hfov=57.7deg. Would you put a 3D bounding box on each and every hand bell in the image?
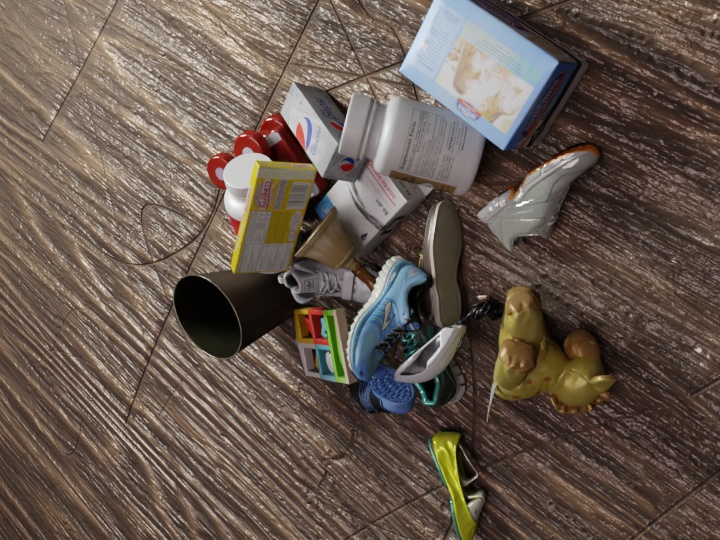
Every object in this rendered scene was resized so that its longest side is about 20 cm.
[{"bbox_3d":[0.000,0.000,1.065,0.199,0.104,0.104,40,124,-7],"label":"hand bell"}]

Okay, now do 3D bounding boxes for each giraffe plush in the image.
[{"bbox_3d":[0.276,0.134,0.932,0.160,0.172,0.203,10,98,11],"label":"giraffe plush"}]

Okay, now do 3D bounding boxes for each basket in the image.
[{"bbox_3d":[-0.217,0.061,1.224,0.179,0.199,0.137,34,119,23],"label":"basket"}]

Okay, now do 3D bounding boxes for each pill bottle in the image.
[{"bbox_3d":[-0.172,-0.098,1.135,0.111,0.112,0.201,27,148,27],"label":"pill bottle"},{"bbox_3d":[0.073,-0.189,0.954,0.197,0.115,0.116,14,114,-4],"label":"pill bottle"}]

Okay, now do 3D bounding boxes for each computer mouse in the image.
[{"bbox_3d":[0.136,0.115,0.999,0.200,0.109,0.044,-43,72,10],"label":"computer mouse"}]

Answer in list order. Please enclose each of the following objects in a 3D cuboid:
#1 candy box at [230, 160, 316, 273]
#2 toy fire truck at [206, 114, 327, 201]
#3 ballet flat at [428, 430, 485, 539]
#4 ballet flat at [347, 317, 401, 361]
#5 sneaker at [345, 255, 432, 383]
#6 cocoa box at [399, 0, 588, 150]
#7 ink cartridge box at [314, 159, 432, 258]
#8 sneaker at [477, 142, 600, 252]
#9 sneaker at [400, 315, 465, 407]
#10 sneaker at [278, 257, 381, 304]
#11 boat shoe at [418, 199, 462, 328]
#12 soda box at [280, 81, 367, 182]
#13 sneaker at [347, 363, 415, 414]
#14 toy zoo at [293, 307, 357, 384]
[{"bbox_3d":[-0.143,-0.082,1.060,0.027,0.101,0.202,56,136,43],"label":"candy box"},{"bbox_3d":[-0.173,-0.173,1.202,0.199,0.112,0.169,-26,105,38],"label":"toy fire truck"},{"bbox_3d":[0.175,0.369,1.111,0.066,0.067,0.203,-18,89,16],"label":"ballet flat"},{"bbox_3d":[0.022,0.107,1.129,0.070,0.066,0.200,38,172,-21],"label":"ballet flat"},{"bbox_3d":[0.046,0.079,0.993,0.089,0.078,0.202,22,82,25],"label":"sneaker"},{"bbox_3d":[0.180,-0.277,0.895,0.200,0.131,0.134,42,122,20],"label":"cocoa box"},{"bbox_3d":[0.025,-0.126,1.085,0.200,0.066,0.116,-45,74,35],"label":"ink cartridge box"},{"bbox_3d":[0.264,-0.100,0.926,0.199,0.075,0.093,-37,87,44],"label":"sneaker"},{"bbox_3d":[0.101,0.135,1.082,0.077,0.091,0.202,-34,81,35],"label":"sneaker"},{"bbox_3d":[-0.048,0.026,1.146,0.198,0.114,0.076,17,112,31],"label":"sneaker"},{"bbox_3d":[0.122,-0.010,1.045,0.059,0.071,0.204,3,96,51],"label":"boat shoe"},{"bbox_3d":[-0.062,-0.230,1.076,0.064,0.067,0.201,-60,44,31],"label":"soda box"},{"bbox_3d":[0.037,0.216,1.138,0.199,0.069,0.079,26,131,60],"label":"sneaker"},{"bbox_3d":[-0.075,0.135,1.208,0.199,0.020,0.133,-4,98,59],"label":"toy zoo"}]
